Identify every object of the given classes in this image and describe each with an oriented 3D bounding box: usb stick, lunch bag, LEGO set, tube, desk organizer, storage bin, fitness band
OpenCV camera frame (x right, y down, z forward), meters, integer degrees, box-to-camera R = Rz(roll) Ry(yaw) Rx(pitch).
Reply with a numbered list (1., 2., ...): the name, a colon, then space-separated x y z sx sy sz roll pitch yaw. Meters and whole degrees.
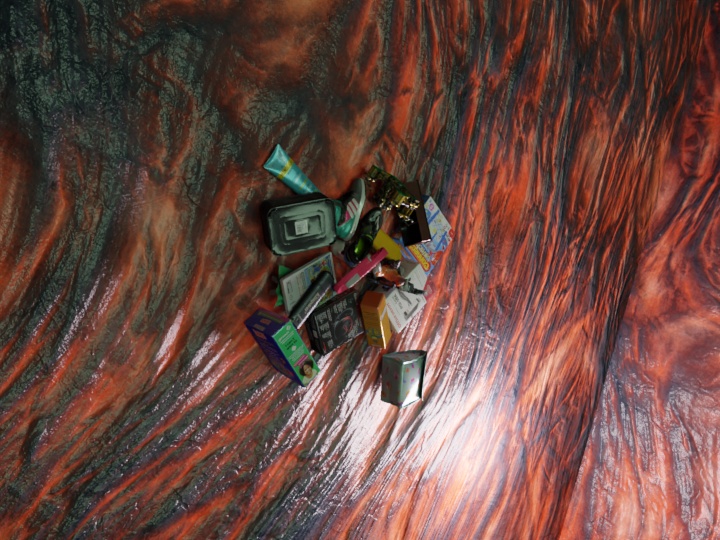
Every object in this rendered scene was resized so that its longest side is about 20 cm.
1. usb stick: -0.145 0.086 1.600 0.201 0.032 0.056 -53 137 -23
2. lunch bag: 0.171 0.378 1.951 0.197 0.120 0.176 -3 100 -46
3. LEGO set: 0.082 -0.220 1.699 0.117 0.200 0.152 -53 153 19
4. tube: -0.187 -0.263 1.569 0.199 0.050 0.079 42 69 -33
5. desk organizer: 0.167 -0.185 1.797 0.075 0.072 0.206 -12 87 -15
6. storage bin: -0.174 -0.133 1.542 0.195 0.094 0.139 -13 114 -21
7. fitness band: 0.000 0.000 1.655 0.199 0.144 0.038 -40 90 8

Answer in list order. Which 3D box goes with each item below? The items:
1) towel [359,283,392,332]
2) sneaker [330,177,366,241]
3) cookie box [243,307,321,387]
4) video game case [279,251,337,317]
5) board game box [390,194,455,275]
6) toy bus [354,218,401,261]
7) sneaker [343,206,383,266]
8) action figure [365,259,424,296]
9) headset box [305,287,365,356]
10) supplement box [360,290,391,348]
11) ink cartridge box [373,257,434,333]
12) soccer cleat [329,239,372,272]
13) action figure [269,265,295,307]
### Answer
1. towel: 0.080 0.127 1.882 0.191 0.034 0.203 -39 124 -22
2. sneaker: -0.058 -0.205 1.662 0.119 0.083 0.205 24 72 -33
3. cookie box: -0.223 0.218 1.567 0.075 0.169 0.203 -42 123 -25
4. video game case: -0.149 0.049 1.622 0.198 0.018 0.147 -32 125 -39
5. board game box: 0.221 -0.121 1.915 0.198 0.055 0.200 -54 127 -16
6. toy bus: 0.064 -0.086 1.778 0.199 0.078 0.066 40 76 -30
7. sneaker: 0.022 -0.100 1.651 0.070 0.082 0.203 37 70 -25
8. action figure: 0.118 0.012 1.697 0.195 0.194 0.107 17 97 -1
9. headset box: -0.074 0.151 1.730 0.197 0.074 0.152 -28 117 -31
10. supplement box: 0.050 0.160 1.753 0.203 0.065 0.070 77 29 -44
11. ink cartridge box: 0.138 0.085 1.839 0.200 0.082 0.148 -45 125 -18
12. soccer cleat: -0.013 -0.038 1.734 0.198 0.077 0.071 28 83 -39
13. action figure: -0.180 0.053 1.638 0.197 0.054 0.122 8 94 -46
